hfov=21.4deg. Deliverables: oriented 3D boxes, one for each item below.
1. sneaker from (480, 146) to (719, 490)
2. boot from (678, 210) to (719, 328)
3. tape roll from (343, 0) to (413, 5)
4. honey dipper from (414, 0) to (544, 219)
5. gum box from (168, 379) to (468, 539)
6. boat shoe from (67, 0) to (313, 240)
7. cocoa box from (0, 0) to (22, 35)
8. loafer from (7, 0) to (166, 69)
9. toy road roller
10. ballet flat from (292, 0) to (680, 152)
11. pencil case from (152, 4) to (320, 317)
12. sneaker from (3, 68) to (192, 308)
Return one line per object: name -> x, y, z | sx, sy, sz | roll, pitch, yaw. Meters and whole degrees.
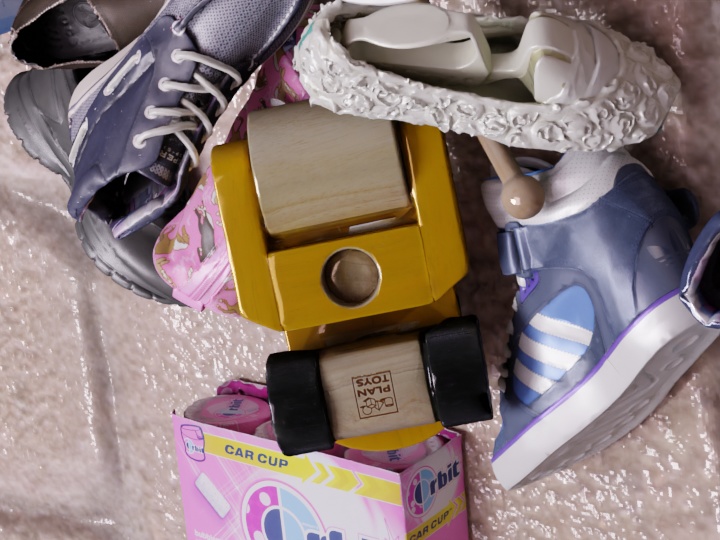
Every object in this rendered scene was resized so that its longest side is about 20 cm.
sneaker -> 0.105, 0.014, 1.033 | 0.147, 0.080, 0.200 | 60, 142, 20
boot -> 0.227, -0.050, 0.882 | 0.073, 0.090, 0.201 | 44, 131, 17
tape roll -> 0.036, -0.242, 0.930 | 0.201, 0.139, 0.205 | 17, 118, 35
honey dipper -> 0.048, -0.111, 1.005 | 0.038, 0.038, 0.201 | -51, 56, 41
gum box -> -0.029, 0.146, 1.200 | 0.199, 0.066, 0.115 | 10, 115, 38
boat shoe -> -0.088, -0.095, 1.017 | 0.200, 0.074, 0.093 | -40, 39, 39
cocoa box -> -0.318, -0.231, 1.240 | 0.130, 0.133, 0.202 | -9, 102, 41
loafer -> -0.117, -0.145, 1.075 | 0.198, 0.072, 0.073 | -13, 120, 32
toy road roller -> 0.000, 0.000, 1.052 | 0.122, 0.146, 0.202 | -11, 99, 5
ballet flat -> 0.064, -0.101, 0.947 | 0.198, 0.072, 0.072 | 4, 116, -1
pencil case -> -0.050, -0.060, 1.113 | 0.083, 0.086, 0.201 | 58, 134, 26
sneaker -> -0.147, -0.066, 1.210 | 0.201, 0.076, 0.091 | 52, 125, 7
